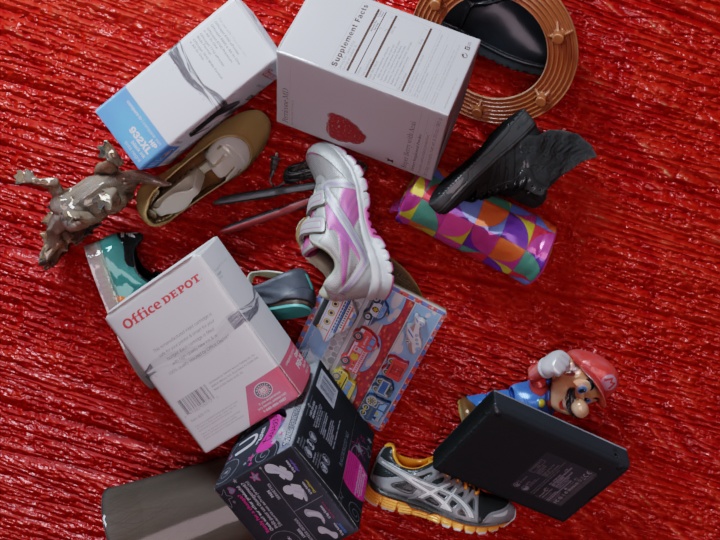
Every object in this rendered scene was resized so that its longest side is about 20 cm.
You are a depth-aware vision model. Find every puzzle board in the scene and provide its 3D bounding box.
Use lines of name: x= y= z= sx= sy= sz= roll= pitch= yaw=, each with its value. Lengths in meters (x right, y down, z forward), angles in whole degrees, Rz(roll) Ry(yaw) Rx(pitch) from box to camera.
puzzle board: x=-0.001 y=0.097 z=1.059 sx=0.149 sy=0.017 sz=0.202 roll=25 pitch=118 yaw=-2

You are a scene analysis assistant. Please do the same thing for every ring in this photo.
ring: x=0.148 y=-0.249 z=0.973 sx=0.198 sy=0.019 sz=0.202 roll=16 pitch=137 yaw=15

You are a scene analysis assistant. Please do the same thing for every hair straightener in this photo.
hair straightener: x=-0.089 y=-0.109 z=1.053 sx=0.197 sy=0.041 sz=0.078 roll=-16 pitch=98 yaw=4

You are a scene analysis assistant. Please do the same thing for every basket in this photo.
basket: x=-0.195 y=0.313 z=1.075 sx=0.198 sy=0.136 sz=0.182 roll=-25 pitch=104 yaw=1

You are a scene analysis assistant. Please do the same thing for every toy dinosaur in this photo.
toy dinosaur: x=-0.319 y=-0.084 z=1.028 sx=0.198 sy=0.136 sz=0.087 roll=-23 pitch=79 yaw=-1

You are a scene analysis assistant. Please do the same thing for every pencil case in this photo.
pencil case: x=0.138 y=-0.059 z=1.035 sx=0.198 sy=0.088 sz=0.089 roll=27 pitch=98 yaw=0

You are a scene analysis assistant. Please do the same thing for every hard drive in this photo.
hard drive: x=0.207 y=0.232 z=1.047 sx=0.198 sy=0.033 sz=0.140 roll=25 pitch=127 yaw=-16

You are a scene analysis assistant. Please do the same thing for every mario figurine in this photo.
mario figurine: x=0.223 y=0.167 z=1.046 sx=0.198 sy=0.123 sz=0.107 roll=-24 pitch=71 yaw=10

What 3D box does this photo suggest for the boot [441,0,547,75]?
boot: x=0.174 y=-0.322 z=0.957 sx=0.197 sy=0.077 sz=0.169 roll=20 pitch=137 yaw=3

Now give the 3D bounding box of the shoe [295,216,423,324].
shoe: x=0.000 y=0.000 z=1.064 sx=0.199 sy=0.053 sz=0.070 roll=40 pitch=81 yaw=-12

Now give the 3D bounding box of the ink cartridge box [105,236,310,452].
ink cartridge box: x=-0.173 y=0.084 z=0.993 sx=0.145 sy=0.083 sz=0.201 roll=-31 pitch=101 yaw=15

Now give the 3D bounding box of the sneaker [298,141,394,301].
sneaker: x=-0.032 y=-0.054 z=0.979 sx=0.087 sy=0.081 sz=0.203 roll=-14 pitch=73 yaw=-18

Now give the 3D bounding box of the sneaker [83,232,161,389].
sneaker: x=-0.271 y=0.049 z=1.066 sx=0.079 sy=0.071 sz=0.203 roll=-22 pitch=107 yaw=-11

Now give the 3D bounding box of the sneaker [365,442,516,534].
sneaker: x=0.104 y=0.278 z=1.088 sx=0.197 sy=0.078 sz=0.078 roll=14 pitch=90 yaw=-1

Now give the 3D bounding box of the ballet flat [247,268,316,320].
ballet flat: x=-0.146 y=0.039 z=1.065 sx=0.197 sy=0.073 sz=0.074 roll=-15 pitch=98 yaw=20

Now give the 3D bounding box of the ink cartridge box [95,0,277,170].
ink cartridge box: x=-0.187 y=-0.212 z=0.989 sx=0.199 sy=0.145 sz=0.084 roll=-37 pitch=96 yaw=6

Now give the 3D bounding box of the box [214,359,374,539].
box: x=-0.072 y=0.222 z=1.006 sx=0.114 sy=0.200 sz=0.133 roll=-32 pitch=104 yaw=16

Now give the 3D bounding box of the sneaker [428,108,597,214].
sneaker: x=0.176 y=-0.107 z=0.985 sx=0.200 sy=0.060 sz=0.104 roll=-45 pitch=102 yaw=-17

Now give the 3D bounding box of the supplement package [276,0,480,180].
supplement package: x=0.016 y=-0.212 z=0.963 sx=0.197 sy=0.122 sz=0.121 roll=21 pitch=62 yaw=7

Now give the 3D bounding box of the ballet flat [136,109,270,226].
ballet flat: x=-0.187 y=-0.117 z=1.041 sx=0.199 sy=0.063 sz=0.069 roll=-36 pitch=124 yaw=9
